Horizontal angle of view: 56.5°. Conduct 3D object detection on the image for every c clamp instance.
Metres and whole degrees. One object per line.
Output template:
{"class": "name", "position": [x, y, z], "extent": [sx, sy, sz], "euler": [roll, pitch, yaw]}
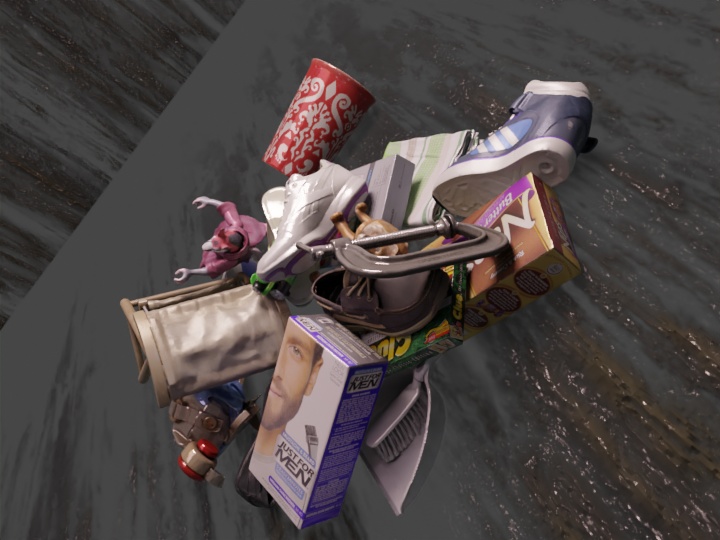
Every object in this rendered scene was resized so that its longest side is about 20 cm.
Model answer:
{"class": "c clamp", "position": [0.043, -0.030, 0.692], "extent": [0.171, 0.198, 0.027], "euler": [-137, 39, -68]}

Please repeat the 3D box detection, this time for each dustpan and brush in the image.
{"class": "dustpan and brush", "position": [0.056, 0.133, 0.708], "extent": [0.201, 0.057, 0.140], "euler": [-52, 31, 4]}

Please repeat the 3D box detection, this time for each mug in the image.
{"class": "mug", "position": [-0.072, -0.250, 1.218], "extent": [0.133, 0.177, 0.201], "euler": [32, 93, 23]}

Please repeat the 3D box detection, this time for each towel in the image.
{"class": "towel", "position": [0.072, -0.133, 0.966], "extent": [0.199, 0.031, 0.150], "euler": [9, 68, 56]}

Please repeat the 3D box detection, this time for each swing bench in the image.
{"class": "swing bench", "position": [-0.217, 0.086, 0.951], "extent": [0.199, 0.197, 0.131], "euler": [2, 105, 63]}

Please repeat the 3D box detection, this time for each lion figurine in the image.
{"class": "lion figurine", "position": [0.000, 0.000, 0.844], "extent": [0.123, 0.072, 0.201], "euler": [56, 150, 29]}

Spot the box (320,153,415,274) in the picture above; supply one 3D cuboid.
{"class": "box", "position": [-0.010, -0.073, 0.981], "extent": [0.199, 0.041, 0.158], "euler": [-9, 63, 56]}

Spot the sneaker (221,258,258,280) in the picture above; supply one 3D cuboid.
{"class": "sneaker", "position": [-0.241, 0.071, 1.155], "extent": [0.115, 0.080, 0.201], "euler": [-23, 45, 39]}

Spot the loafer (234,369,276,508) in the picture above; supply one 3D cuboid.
{"class": "loafer", "position": [-0.095, 0.200, 0.852], "extent": [0.070, 0.068, 0.202], "euler": [6, 71, 47]}

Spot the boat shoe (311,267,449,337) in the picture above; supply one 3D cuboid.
{"class": "boat shoe", "position": [0.011, 0.026, 0.713], "extent": [0.199, 0.073, 0.075], "euler": [-17, 50, 53]}

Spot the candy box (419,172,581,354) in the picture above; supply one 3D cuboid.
{"class": "candy box", "position": [0.133, -0.001, 0.733], "extent": [0.199, 0.056, 0.117], "euler": [-37, 36, 33]}

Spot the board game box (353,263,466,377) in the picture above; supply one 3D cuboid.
{"class": "board game box", "position": [0.037, 0.064, 0.737], "extent": [0.199, 0.023, 0.106], "euler": [-33, 40, 43]}

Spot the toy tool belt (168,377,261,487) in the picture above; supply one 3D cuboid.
{"class": "toy tool belt", "position": [-0.195, 0.196, 0.929], "extent": [0.123, 0.125, 0.200], "euler": [-51, 13, -1]}

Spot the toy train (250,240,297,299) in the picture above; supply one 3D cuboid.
{"class": "toy train", "position": [-0.087, -0.043, 0.943], "extent": [0.201, 0.056, 0.042], "euler": [-62, 14, -26]}

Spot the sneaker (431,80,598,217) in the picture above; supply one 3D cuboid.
{"class": "sneaker", "position": [0.183, -0.151, 0.794], "extent": [0.199, 0.080, 0.147], "euler": [-18, 39, 50]}

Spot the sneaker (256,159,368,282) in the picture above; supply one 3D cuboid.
{"class": "sneaker", "position": [-0.080, -0.067, 0.900], "extent": [0.200, 0.099, 0.075], "euler": [-48, -12, -23]}

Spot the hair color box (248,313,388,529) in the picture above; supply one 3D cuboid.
{"class": "hair color box", "position": [-0.050, 0.161, 0.730], "extent": [0.109, 0.064, 0.202], "euler": [33, 112, 41]}

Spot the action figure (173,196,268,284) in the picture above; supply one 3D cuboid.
{"class": "action figure", "position": [-0.195, -0.031, 1.016], "extent": [0.200, 0.147, 0.135], "euler": [-175, 100, -78]}

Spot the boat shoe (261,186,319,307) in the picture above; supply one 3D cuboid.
{"class": "boat shoe", "position": [-0.102, -0.029, 0.998], "extent": [0.071, 0.060, 0.203], "euler": [-13, 60, -6]}
